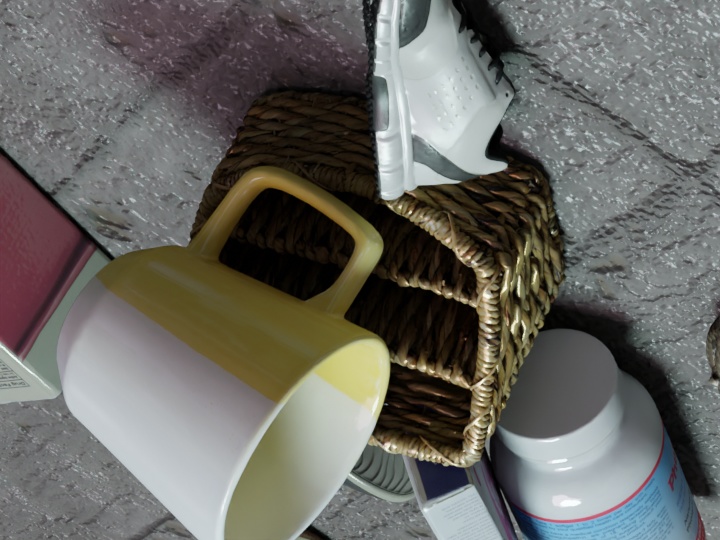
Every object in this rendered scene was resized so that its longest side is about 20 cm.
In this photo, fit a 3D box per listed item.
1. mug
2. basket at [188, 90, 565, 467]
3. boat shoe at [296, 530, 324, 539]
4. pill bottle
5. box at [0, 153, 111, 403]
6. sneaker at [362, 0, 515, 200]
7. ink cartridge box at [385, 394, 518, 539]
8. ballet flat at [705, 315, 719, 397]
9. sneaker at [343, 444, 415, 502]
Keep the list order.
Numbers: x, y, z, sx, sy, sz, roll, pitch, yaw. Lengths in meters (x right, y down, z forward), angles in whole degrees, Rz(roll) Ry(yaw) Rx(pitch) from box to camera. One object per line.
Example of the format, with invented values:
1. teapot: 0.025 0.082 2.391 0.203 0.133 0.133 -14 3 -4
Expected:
1. mug: -0.076 0.050 1.616 0.153 0.187 0.150 33 155 23
2. basket: 0.000 0.000 1.651 0.199 0.149 0.143 17 150 21
3. boat shoe: -0.022 0.275 2.209 0.074 0.075 0.202 -1 141 43
4. pill bottle: 0.142 0.127 1.778 0.108 0.109 0.200 11 148 29
5. box: -0.279 -0.013 1.920 0.127 0.109 0.200 -6 138 46
6. sneaker: 0.040 -0.120 1.519 0.079 0.074 0.201 -5 143 0
7. ink cartridge box: 0.059 0.119 1.775 0.043 0.197 0.200 -24 138 5
8. ballet flat: 0.242 0.095 1.701 0.067 0.047 0.200 12 148 29
9. sneaker: -0.043 0.086 1.927 0.200 0.075 0.106 41 155 -3
